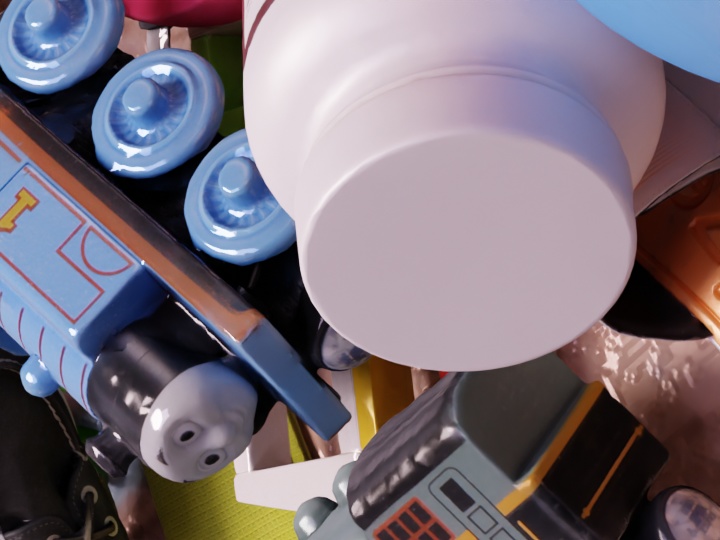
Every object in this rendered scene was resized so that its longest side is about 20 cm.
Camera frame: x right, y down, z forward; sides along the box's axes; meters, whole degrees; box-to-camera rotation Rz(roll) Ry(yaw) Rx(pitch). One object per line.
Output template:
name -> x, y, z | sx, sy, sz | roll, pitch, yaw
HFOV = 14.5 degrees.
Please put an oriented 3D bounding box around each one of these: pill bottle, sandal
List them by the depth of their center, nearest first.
pill bottle -> 0.023, -0.073, 0.772 | 0.113, 0.112, 0.201 | -53, 27, 38
sandal -> 0.098, -0.008, 0.797 | 0.207, 0.059, 0.079 | 50, 129, 31

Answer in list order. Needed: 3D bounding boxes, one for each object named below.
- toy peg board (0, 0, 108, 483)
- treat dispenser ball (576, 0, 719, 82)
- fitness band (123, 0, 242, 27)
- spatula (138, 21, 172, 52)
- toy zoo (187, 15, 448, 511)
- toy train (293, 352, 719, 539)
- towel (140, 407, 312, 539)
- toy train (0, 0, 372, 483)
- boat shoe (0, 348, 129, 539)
toy peg board -> -0.169, 0.008, 1.006 | 0.097, 0.199, 0.201 | 10, 104, 30
treat dispenser ball -> 0.114, -0.140, 0.657 | 0.200, 0.200, 0.202 | 9, 102, 47
fitness band -> -0.040, -0.172, 0.930 | 0.200, 0.037, 0.144 | -51, 57, 33
spatula -> -0.065, -0.070, 0.996 | 0.056, 0.020, 0.201 | -3, 93, 48
toy zoo -> 0.000, 0.000, 0.921 | 0.131, 0.020, 0.201 | -14, 80, 47
toy train -> 0.025, 0.107, 0.856 | 0.114, 0.085, 0.200 | 45, 129, -1
towel -> -0.029, 0.132, 0.988 | 0.086, 0.018, 0.201 | -34, 71, 44
toy train -> -0.075, -0.012, 0.901 | 0.114, 0.087, 0.200 | -47, 54, -3
boat shoe -> -0.107, 0.098, 0.999 | 0.056, 0.069, 0.201 | 21, 142, 33
